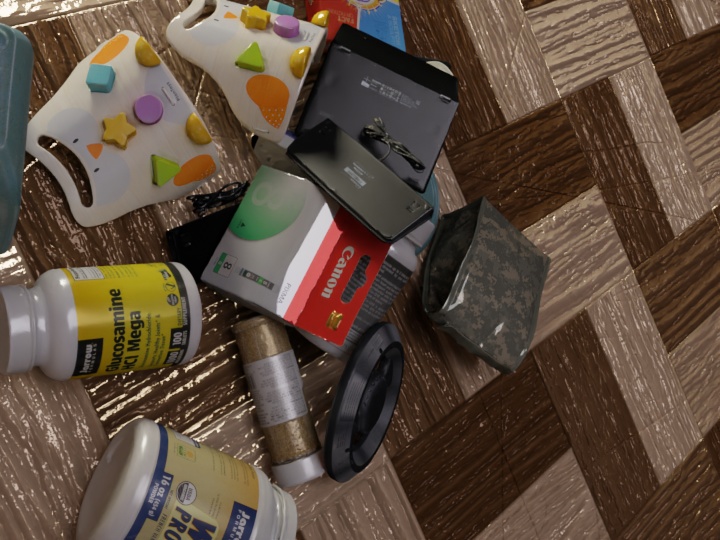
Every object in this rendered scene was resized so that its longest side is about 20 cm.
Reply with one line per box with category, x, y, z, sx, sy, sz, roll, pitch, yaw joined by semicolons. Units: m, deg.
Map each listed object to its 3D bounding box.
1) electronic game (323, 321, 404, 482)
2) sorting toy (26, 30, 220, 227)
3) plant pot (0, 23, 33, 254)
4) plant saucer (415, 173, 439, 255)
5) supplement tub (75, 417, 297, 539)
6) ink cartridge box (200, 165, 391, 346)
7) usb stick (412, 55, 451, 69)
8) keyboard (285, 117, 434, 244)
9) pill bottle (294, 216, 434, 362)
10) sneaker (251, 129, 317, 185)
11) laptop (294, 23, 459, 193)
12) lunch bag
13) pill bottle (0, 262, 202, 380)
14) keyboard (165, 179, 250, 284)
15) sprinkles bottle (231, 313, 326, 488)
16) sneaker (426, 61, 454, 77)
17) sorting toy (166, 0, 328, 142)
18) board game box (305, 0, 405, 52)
electronic game;0.005;0.162;1.031;0.201;0.041;0.203;-54;153;-44
sorting toy;-0.280;-0.150;0.951;0.179;0.106;0.202;-39;102;-16
plant pot;-0.403;-0.147;0.775;0.192;0.199;0.202;8;73;-31
plant saucer;0.045;-0.115;1.205;0.196;0.027;0.206;10;73;-34
supplement tub;-0.178;0.257;0.873;0.198;0.143;0.147;30;62;-26
ink cartridge box;-0.073;-0.022;0.975;0.164;0.197;0.050;-62;147;-13
usb stick;0.051;-0.302;1.239;0.196;0.055;0.034;-1;79;-36
keyboard;0.012;-0.119;0.995;0.126;0.021;0.200;-35;61;-21
pill bottle;0.000;0.000;1.036;0.113;0.114;0.202;34;94;-23
sneaker;-0.034;-0.167;1.116;0.197;0.081;0.148;31;60;-8
laptop;0.029;-0.224;1.121;0.184;0.116;0.204;23;83;-5
lunch bag;0.174;0.031;1.206;0.163;0.117;0.203;37;55;-24
pill bottle;-0.275;0.053;0.874;0.196;0.112;0.115;-5;81;-36
keyboard;-0.159;-0.061;1.047;0.198;0.039;0.107;-26;116;-39
sprinkles bottle;-0.097;0.153;1.006;0.067;0.068;0.205;-16;88;-37
sneaker;0.042;-0.241;1.213;0.195;0.085;0.076;-10;54;-15
sorting toy;-0.143;-0.287;1.048;0.176;0.108;0.202;22;43;-5
board game box;-0.013;-0.417;1.231;0.150;0.040;0.205;-1;79;-36
